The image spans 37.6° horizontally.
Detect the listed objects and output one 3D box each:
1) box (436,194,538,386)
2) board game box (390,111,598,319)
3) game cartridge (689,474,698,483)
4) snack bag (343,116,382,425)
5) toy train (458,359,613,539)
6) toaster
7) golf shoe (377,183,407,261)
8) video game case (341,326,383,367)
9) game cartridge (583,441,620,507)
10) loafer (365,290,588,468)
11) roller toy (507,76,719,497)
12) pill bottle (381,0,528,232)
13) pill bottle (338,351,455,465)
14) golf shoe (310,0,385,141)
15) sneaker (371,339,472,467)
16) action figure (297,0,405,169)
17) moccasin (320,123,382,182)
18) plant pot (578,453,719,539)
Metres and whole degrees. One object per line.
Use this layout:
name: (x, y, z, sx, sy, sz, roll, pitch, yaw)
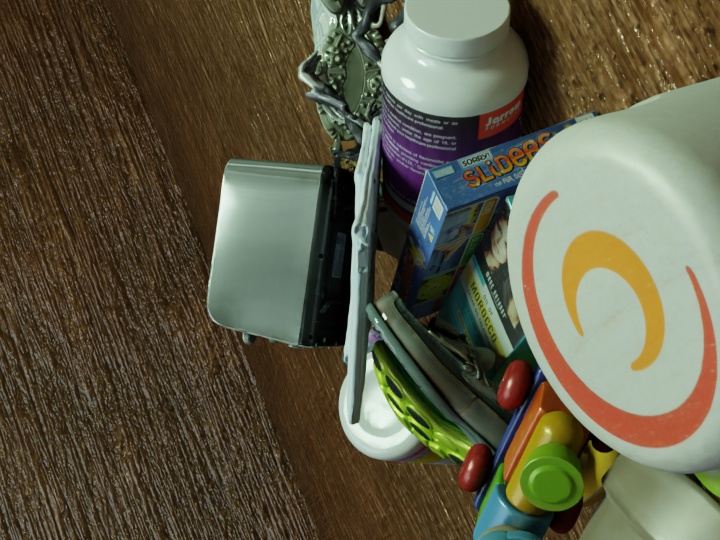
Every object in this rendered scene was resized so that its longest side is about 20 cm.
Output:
box: (0.114, 0.024, 0.779, 0.200, 0.049, 0.083, 111, 142, -61)
board game box: (0.100, -0.033, 0.799, 0.200, 0.134, 0.035, 104, 143, -64)
game cartridge: (0.190, 0.101, 0.850, 0.131, 0.038, 0.200, 70, 166, -15)
snack bag: (0.000, 0.000, 0.859, 0.201, 0.021, 0.190, -83, -4, -58)
toy train: (0.124, 0.101, 0.656, 0.116, 0.084, 0.201, -56, -11, -65)
toaster: (-0.061, -0.023, 1.058, 0.181, 0.118, 0.202, 9, -91, -77)
golf shoe: (0.014, -0.048, 1.179, 0.200, 0.088, 0.078, 50, 163, 53)
video game case: (0.055, 0.034, 1.038, 0.019, 0.143, 0.200, 51, 164, 3)
game cartridge: (0.166, 0.065, 0.779, 0.200, 0.032, 0.177, 114, 140, -61)
loafer: (0.086, 0.086, 0.769, 0.200, 0.063, 0.072, 50, -177, -9)
roller toy: (0.178, -0.005, 0.544, 0.182, 0.139, 0.201, 40, 141, 47)
pill bottle: (0.072, -0.122, 0.828, 0.201, 0.112, 0.113, 88, 157, -50)
pill bottle: (0.069, 0.139, 1.051, 0.200, 0.104, 0.105, 21, -142, -59)
golf shoe: (-0.015, -0.233, 1.073, 0.097, 0.078, 0.202, -140, 49, -76)
sneaker: (0.094, 0.120, 0.910, 0.199, 0.084, 0.074, 35, 155, 17)
action figure: (0.016, -0.173, 0.938, 0.102, 0.118, 0.201, 42, 135, 38)
moccasin: (0.013, -0.126, 1.134, 0.201, 0.073, 0.078, 27, 128, 55)
plant pot: (0.181, 0.226, 0.613, 0.200, 0.174, 0.200, 41, -175, -4)
